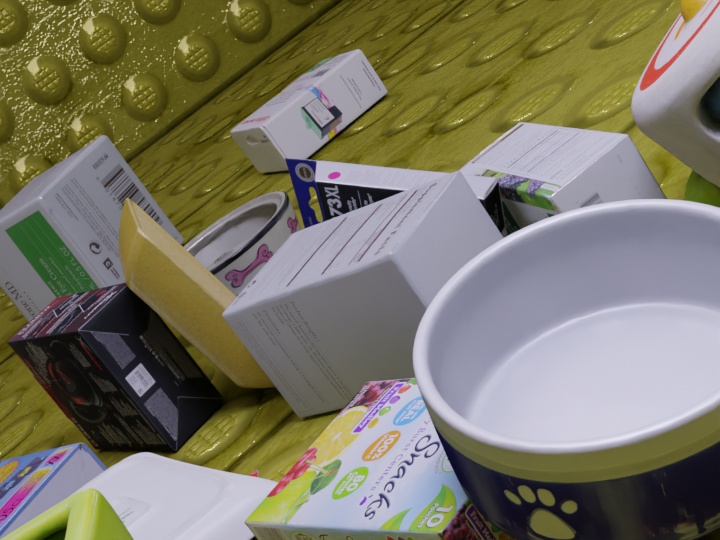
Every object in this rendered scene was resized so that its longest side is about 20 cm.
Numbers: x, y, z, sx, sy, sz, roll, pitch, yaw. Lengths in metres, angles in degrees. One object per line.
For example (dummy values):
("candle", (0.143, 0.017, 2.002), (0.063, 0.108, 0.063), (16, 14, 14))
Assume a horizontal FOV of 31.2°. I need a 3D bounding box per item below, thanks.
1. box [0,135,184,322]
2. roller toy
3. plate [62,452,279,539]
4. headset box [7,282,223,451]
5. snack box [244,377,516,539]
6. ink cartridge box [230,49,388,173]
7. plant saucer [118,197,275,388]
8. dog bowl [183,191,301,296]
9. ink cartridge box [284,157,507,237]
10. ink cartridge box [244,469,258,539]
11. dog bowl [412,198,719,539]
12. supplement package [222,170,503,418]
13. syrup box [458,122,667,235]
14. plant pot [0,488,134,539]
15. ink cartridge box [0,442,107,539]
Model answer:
("box", (-0.403, -0.042, 1.838), (0.171, 0.199, 0.200), (-24, 20, 33))
("roller toy", (0.271, -0.144, 0.843), (0.200, 0.139, 0.182), (-56, 2, -14))
("plate", (-0.178, 0.195, 0.947), (0.199, 0.032, 0.199), (2, 30, 46))
("headset box", (-0.245, 0.097, 1.252), (0.075, 0.149, 0.200), (-46, 20, -31))
("snack box", (0.035, 0.127, 0.803), (0.200, 0.053, 0.142), (-11, 30, 52))
("ink cartridge box", (-0.080, -0.238, 1.949), (0.200, 0.084, 0.145), (-41, 18, -19))
("plant saucer", (-0.153, 0.029, 1.192), (0.048, 0.200, 0.200), (-46, 17, -2))
("dog bowl", (-0.144, -0.002, 1.459), (0.200, 0.074, 0.200), (-33, 17, 11))
("ink cartridge box", (0.025, -0.039, 1.067), (0.199, 0.095, 0.037), (10, 42, 30))
("ink cartridge box", (-0.172, 0.222, 0.951), (0.200, 0.050, 0.162), (-35, 17, 12))
("dog bowl", (0.133, 0.051, 0.680), (0.199, 0.079, 0.200), (-16, 32, 10))
("supplement package", (0.012, 0.023, 1.016), (0.199, 0.117, 0.117), (-18, 24, 44))
("syrup box", (0.158, -0.061, 1.032), (0.081, 0.079, 0.200), (-38, 17, -8))
("plant pot", (-0.160, 0.257, 0.606), (0.200, 0.182, 0.199), (-34, 16, 5))
("ink cartridge box", (-0.321, 0.235, 1.157), (0.200, 0.076, 0.137), (-20, 22, 44))
